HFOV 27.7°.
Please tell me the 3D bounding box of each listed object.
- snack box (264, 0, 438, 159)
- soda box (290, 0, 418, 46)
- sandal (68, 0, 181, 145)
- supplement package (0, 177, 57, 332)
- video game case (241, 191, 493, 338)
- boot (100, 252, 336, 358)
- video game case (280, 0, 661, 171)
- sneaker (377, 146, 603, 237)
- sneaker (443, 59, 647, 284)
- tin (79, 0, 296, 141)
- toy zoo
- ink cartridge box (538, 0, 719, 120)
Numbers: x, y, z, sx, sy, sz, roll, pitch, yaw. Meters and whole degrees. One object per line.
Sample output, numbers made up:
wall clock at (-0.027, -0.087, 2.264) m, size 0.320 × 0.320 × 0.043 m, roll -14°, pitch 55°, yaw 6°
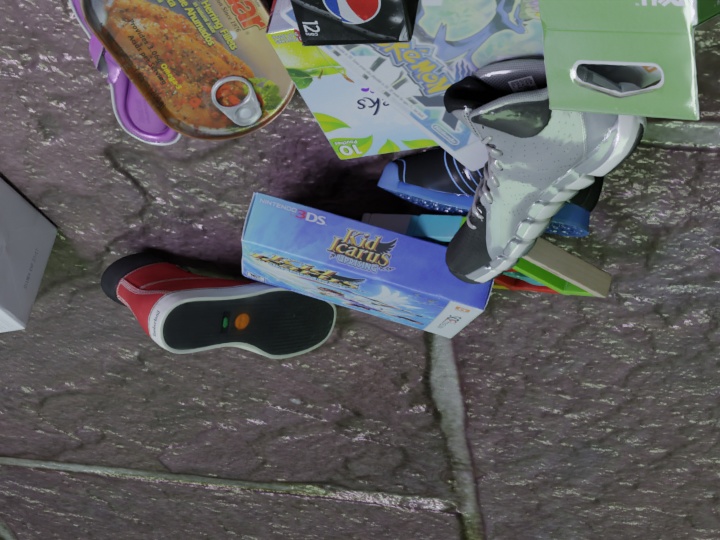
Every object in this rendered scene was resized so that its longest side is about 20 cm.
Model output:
snack box at (0.053, -0.152, 1.029) m, size 0.199 × 0.053 × 0.142 m, roll -7°, pitch 144°, yaw 23°
soda box at (0.007, -0.220, 0.808) m, size 0.063 × 0.201 × 0.071 m, roll 1°, pitch 146°, yaw 13°
sandal at (-0.169, -0.156, 1.097) m, size 0.082 × 0.050 × 0.203 m, roll 3°, pitch 146°, yaw 13°
supplement package at (-0.399, -0.007, 1.333) m, size 0.199 × 0.114 × 0.110 m, roll -9°, pitch 143°, yaw 28°
video game case at (0.000, 0.000, 1.214) m, size 0.199 × 0.046 × 0.181 m, roll 16°, pitch 169°, yaw -2°
boot at (-0.132, 0.023, 1.350) m, size 0.199 × 0.073 × 0.144 m, roll 3°, pitch -162°, yaw -37°
video game case at (0.080, -0.155, 0.952) m, size 0.182 × 0.022 × 0.200 m, roll -25°, pitch 133°, yaw 37°
sneaker at (0.102, -0.078, 1.119) m, size 0.200 × 0.078 × 0.070 m, roll 12°, pitch 174°, yaw 40°
sneaker at (0.090, -0.079, 0.988) m, size 0.115 × 0.075 × 0.200 m, roll 27°, pitch 130°, yaw -20°
tin at (-0.119, -0.174, 1.033) m, size 0.112 × 0.042 × 0.200 m, roll -23°, pitch 137°, yaw 11°
toy zoo at (0.089, -0.013, 1.194) m, size 0.131 × 0.021 × 0.200 m, roll 25°, pitch 167°, yaw -37°
ink cartridge box at (0.154, -0.192, 0.825) m, size 0.104 × 0.059 × 0.201 m, roll 9°, pitch 117°, yaw 38°
